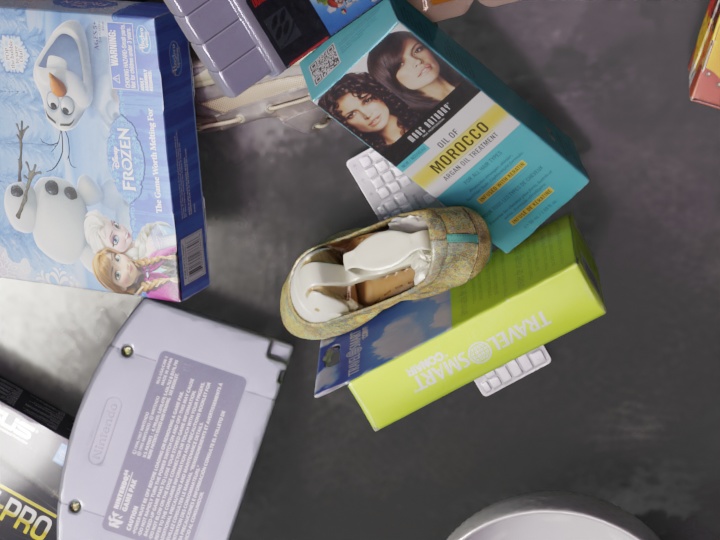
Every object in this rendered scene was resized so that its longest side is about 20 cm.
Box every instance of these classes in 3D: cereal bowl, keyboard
[{"bbox_3d":[0.142,0.245,1.809,0.200,0.083,0.200,2,109,7],"label":"cereal bowl"},{"bbox_3d":[0.063,-0.006,1.770,0.056,0.011,0.200,-27,104,15],"label":"keyboard"}]

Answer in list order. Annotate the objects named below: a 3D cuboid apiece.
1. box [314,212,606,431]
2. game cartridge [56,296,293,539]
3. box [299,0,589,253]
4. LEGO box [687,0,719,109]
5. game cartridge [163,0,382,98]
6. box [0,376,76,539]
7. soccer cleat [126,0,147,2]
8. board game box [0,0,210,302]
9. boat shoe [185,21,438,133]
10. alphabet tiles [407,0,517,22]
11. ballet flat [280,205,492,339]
[{"bbox_3d":[0.068,0.038,1.716,0.200,0.122,0.048,-27,105,10],"label":"box"},{"bbox_3d":[-0.141,0.126,1.796,0.133,0.042,0.200,19,91,0],"label":"game cartridge"},{"bbox_3d":[0.058,-0.099,1.676,0.082,0.049,0.200,-42,125,18],"label":"box"},{"bbox_3d":[0.331,-0.161,1.647,0.200,0.077,0.149,17,110,1],"label":"LEGO box"},{"bbox_3d":[-0.035,-0.213,1.583,0.200,0.038,0.130,-37,106,-13],"label":"game cartridge"},{"bbox_3d":[-0.236,0.187,1.854,0.200,0.049,0.161,30,105,-4],"label":"box"},{"bbox_3d":[-0.091,-0.259,1.677,0.200,0.068,0.073,-32,85,13],"label":"soccer cleat"},{"bbox_3d":[-0.204,-0.088,1.721,0.199,0.043,0.200,7,112,30],"label":"board game box"},{"bbox_3d":[-0.041,-0.137,1.714,0.200,0.075,0.073,-6,125,11],"label":"boat shoe"},{"bbox_3d":[0.056,-0.268,1.650,0.195,0.015,0.200,-16,107,-8],"label":"alphabet tiles"},{"bbox_3d":[0.000,0.000,1.714,0.200,0.071,0.071,-19,107,40],"label":"ballet flat"}]
